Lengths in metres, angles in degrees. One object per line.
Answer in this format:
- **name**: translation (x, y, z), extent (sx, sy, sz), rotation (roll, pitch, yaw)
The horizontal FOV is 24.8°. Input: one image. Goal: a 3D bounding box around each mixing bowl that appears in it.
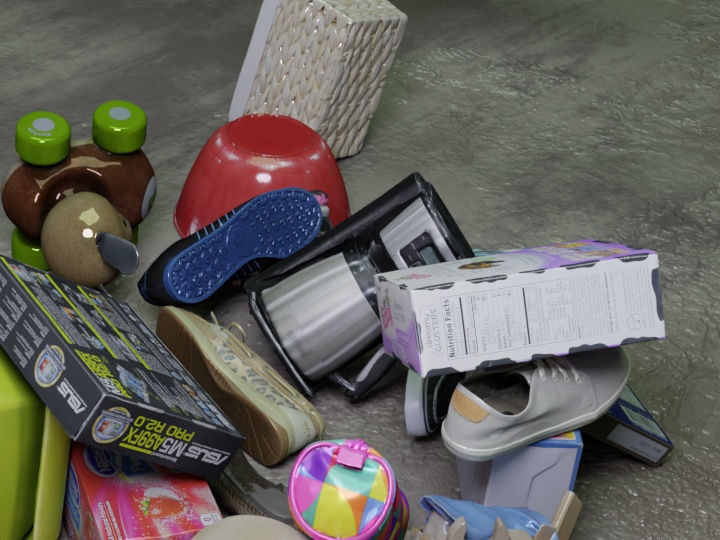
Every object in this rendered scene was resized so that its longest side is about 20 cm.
- **mixing bowl**: translation (-0.100, -0.099, 1.766), extent (0.198, 0.109, 0.201), rotation (5, 33, -3)

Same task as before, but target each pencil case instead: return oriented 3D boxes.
- **pencil case**: translation (-0.006, 0.180, 1.263), extent (0.087, 0.200, 0.089), rotation (-1, 77, 4)

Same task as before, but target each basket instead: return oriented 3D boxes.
- **basket**: translation (-0.047, -0.234, 1.891), extent (0.123, 0.201, 0.135), rotation (34, 28, 26)

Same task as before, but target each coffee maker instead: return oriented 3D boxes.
- **coffee maker**: translation (0.000, 0.000, 1.533), extent (0.199, 0.135, 0.193), rotation (-31, 35, 4)

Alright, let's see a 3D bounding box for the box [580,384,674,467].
- **box**: translation (0.203, 0.095, 1.537), extent (0.121, 0.032, 0.201), rotation (27, 21, -34)

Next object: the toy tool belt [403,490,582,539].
- **toy tool belt**: translation (0.084, 0.212, 1.244), extent (0.199, 0.124, 0.125), rotation (14, 18, -45)

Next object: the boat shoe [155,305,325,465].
- **boat shoe**: translation (-0.115, 0.100, 1.494), extent (0.062, 0.074, 0.200), rotation (-20, 51, -38)

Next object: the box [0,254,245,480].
- **box**: translation (-0.201, 0.074, 1.280), extent (0.160, 0.044, 0.200), rotation (25, 14, -50)

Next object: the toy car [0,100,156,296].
- **toy car**: translation (-0.253, -0.038, 1.604), extent (0.156, 0.165, 0.200), rotation (-11, 44, -25)

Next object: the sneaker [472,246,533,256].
- **sneaker**: translation (0.193, 0.007, 1.683), extent (0.198, 0.078, 0.087), rotation (8, 29, 2)

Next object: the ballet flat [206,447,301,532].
- **ballet flat**: translation (-0.113, 0.178, 1.398), extent (0.067, 0.047, 0.199), rotation (-6, 29, -41)

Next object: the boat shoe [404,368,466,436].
- **boat shoe**: translation (0.097, 0.094, 1.533), extent (0.067, 0.074, 0.199), rotation (3, 20, 21)

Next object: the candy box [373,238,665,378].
- **candy box**: translation (0.123, 0.027, 1.326), extent (0.198, 0.072, 0.168), rotation (-9, 6, -8)

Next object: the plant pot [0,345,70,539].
- **plant pot**: translation (-0.337, 0.133, 1.289), extent (0.180, 0.201, 0.200), rotation (-8, 34, -32)

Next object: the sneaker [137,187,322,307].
- **sneaker**: translation (-0.128, -0.024, 1.584), extent (0.199, 0.071, 0.078), rotation (-29, 12, -36)

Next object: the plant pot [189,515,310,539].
- **plant pot**: translation (-0.098, 0.269, 1.140), extent (0.199, 0.202, 0.183), rotation (15, 23, 14)

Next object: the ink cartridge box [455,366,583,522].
- **ink cartridge box**: translation (0.129, 0.137, 1.411), extent (0.075, 0.138, 0.201), rotation (3, 33, -8)

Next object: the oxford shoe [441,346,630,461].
- **oxford shoe**: translation (0.146, 0.091, 1.307), extent (0.199, 0.058, 0.075), rotation (-20, 40, -36)

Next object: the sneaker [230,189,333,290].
- **sneaker**: translation (-0.113, -0.008, 1.653), extent (0.198, 0.087, 0.080), rotation (-21, 5, -4)

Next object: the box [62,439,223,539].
- **box**: translation (-0.184, 0.184, 1.319), extent (0.099, 0.096, 0.200), rotation (-6, 35, -20)
